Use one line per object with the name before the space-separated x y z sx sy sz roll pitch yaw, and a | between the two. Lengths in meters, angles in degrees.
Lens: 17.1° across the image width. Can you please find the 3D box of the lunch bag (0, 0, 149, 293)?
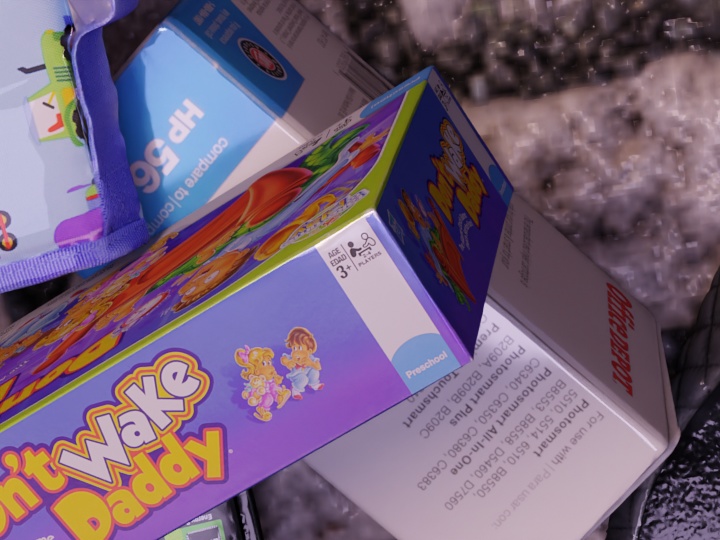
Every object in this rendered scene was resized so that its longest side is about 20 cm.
lunch bag | -0.158 -0.060 0.672 0.198 0.094 0.152 -10 103 15

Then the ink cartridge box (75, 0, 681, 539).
ink cartridge box | 0.000 0.000 0.773 0.200 0.146 0.084 41 105 -6

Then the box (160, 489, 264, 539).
box | -0.116 0.183 0.859 0.198 0.048 0.195 -12 98 -3

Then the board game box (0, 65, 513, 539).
board game box | -0.058 0.030 0.642 0.199 0.135 0.045 -31 102 16

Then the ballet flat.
ballet flat | 0.127 0.069 0.829 0.066 0.057 0.202 15 105 0
